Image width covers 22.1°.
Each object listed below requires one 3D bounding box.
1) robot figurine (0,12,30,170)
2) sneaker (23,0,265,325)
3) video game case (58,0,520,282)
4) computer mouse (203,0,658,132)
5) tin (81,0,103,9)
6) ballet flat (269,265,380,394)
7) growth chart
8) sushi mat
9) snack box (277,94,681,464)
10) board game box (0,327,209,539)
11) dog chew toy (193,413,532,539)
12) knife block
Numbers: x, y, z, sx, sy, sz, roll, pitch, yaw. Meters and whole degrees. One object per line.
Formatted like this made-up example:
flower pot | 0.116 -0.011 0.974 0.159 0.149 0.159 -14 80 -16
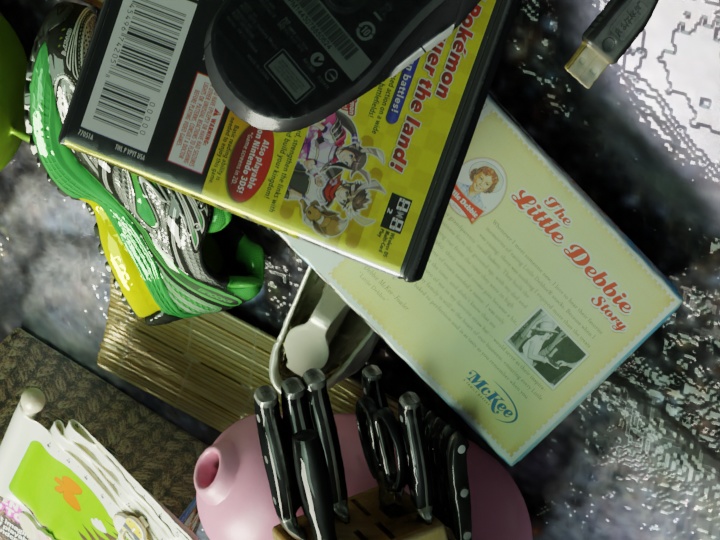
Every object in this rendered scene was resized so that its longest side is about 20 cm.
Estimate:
robot figurine | -0.264 -0.094 1.006 0.198 0.116 0.177 -4 122 33
sneaker | -0.110 -0.060 0.976 0.084 0.078 0.201 -8 130 25
video game case | -0.023 -0.120 0.825 0.179 0.025 0.202 21 96 12
computer mouse | 0.040 -0.113 0.777 0.140 0.200 0.046 44 179 12
tin | -0.091 -0.170 0.900 0.198 0.042 0.113 25 128 12
ballet flat | 0.000 0.000 0.954 0.069 0.070 0.201 32 133 6
growth chart | -0.134 0.155 1.018 0.200 0.018 0.145 40 139 17
sushi mat | -0.066 0.067 1.079 0.199 0.012 0.096 27 131 10
snack box | 0.045 -0.018 0.880 0.116 0.037 0.200 -44 100 8
board game box | -0.197 0.167 1.175 0.158 0.097 0.201 31 133 7
dog chew toy | -0.003 0.134 0.977 0.199 0.126 0.124 24 144 -35
knife block | -0.008 0.154 0.884 0.175 0.201 0.064 31 -179 -26
